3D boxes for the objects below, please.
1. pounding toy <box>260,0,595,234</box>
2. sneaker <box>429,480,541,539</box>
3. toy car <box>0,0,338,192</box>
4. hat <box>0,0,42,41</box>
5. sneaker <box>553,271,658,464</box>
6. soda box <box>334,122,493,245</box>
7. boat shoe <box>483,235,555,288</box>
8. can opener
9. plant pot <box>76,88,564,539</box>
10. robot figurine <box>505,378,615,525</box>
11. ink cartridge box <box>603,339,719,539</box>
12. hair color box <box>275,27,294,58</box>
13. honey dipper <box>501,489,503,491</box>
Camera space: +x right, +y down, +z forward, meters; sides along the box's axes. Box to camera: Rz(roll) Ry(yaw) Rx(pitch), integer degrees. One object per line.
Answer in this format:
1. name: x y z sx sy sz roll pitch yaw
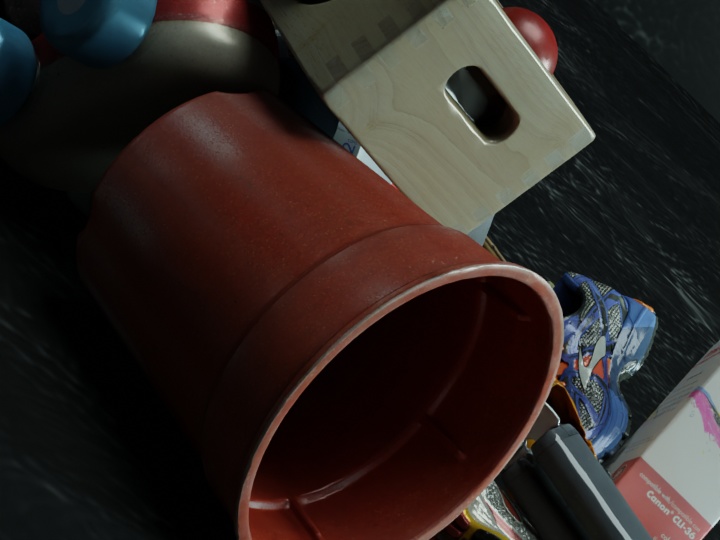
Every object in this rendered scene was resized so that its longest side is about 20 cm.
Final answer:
1. pounding toy: 0.036 -0.142 1.243 0.200 0.142 0.185 46 10 -48
2. sneaker: 0.049 0.142 1.301 0.201 0.078 0.082 59 14 20
3. toy car: -0.128 -0.158 1.309 0.184 0.176 0.202 27 50 -46
4. hat: -0.168 -0.185 1.509 0.080 0.202 0.200 3 -18 43
5. sneaker: 0.138 0.077 1.591 0.078 0.075 0.201 36 38 -11
6. soda box: 0.016 -0.051 1.527 0.063 0.069 0.200 23 6 30
7. boat shoe: 0.115 0.041 1.674 0.200 0.074 0.076 44 17 -2
8. can opener: 0.094 0.113 1.286 0.067 0.053 0.201 -12 61 -50
9. plant pot: -0.033 0.021 1.200 0.195 0.201 0.200 46 15 34
10. robot figurine: 0.105 0.112 1.402 0.201 0.058 0.145 63 -7 -11
11. ink cartridge box: 0.228 0.104 1.521 0.067 0.200 0.116 43 -12 1
12. hair color box: -0.022 -0.136 1.446 0.199 0.098 0.061 -26 112 -48
13. honey dipper: -0.002 0.089 1.355 0.199 0.038 0.038 37 18 -16
